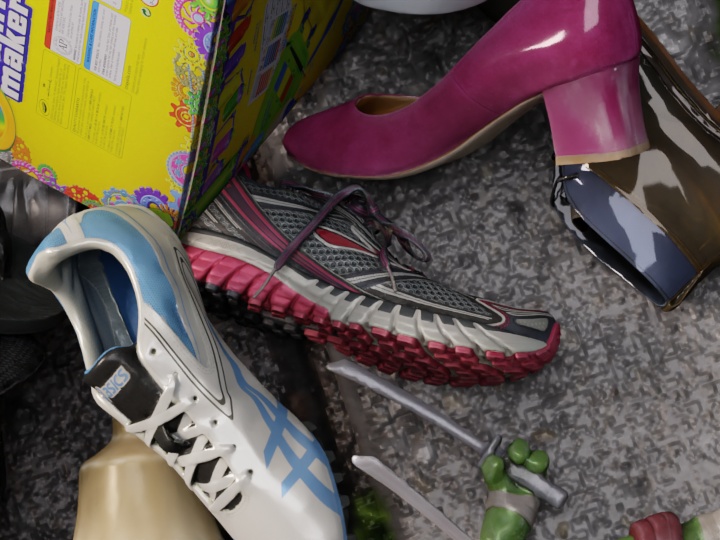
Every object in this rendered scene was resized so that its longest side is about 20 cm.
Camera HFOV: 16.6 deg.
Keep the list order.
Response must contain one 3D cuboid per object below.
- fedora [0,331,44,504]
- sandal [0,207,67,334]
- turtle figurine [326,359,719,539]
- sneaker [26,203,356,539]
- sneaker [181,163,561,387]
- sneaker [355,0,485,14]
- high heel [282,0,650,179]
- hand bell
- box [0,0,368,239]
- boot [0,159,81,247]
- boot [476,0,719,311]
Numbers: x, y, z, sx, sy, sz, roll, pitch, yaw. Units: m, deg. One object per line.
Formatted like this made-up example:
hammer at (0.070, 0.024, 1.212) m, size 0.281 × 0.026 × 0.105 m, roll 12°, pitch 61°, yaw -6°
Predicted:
fedora at (-0.232, 0.095, 1.136) m, size 0.200 × 0.201 × 0.092 m, roll -15°, pitch 107°, yaw 1°
sandal at (-0.219, -0.034, 1.136) m, size 0.200 × 0.075 × 0.048 m, roll 30°, pitch 125°, yaw 3°
turtle figurine at (0.090, 0.117, 1.095) m, size 0.193 × 0.144 × 0.201 m, roll -9°, pitch 81°, yaw -2°
sneaker at (-0.075, 0.061, 1.068) m, size 0.072 × 0.072 × 0.200 m, roll -25°, pitch 76°, yaw -44°
sneaker at (0.000, 0.000, 1.163) m, size 0.200 × 0.081 × 0.075 m, roll 19°, pitch 77°, yaw 10°
sneaker at (0.043, -0.177, 1.135) m, size 0.073 × 0.200 × 0.071 m, roll 10°, pitch 120°, yaw 15°
high heel at (0.041, -0.095, 1.147) m, size 0.200 × 0.067 × 0.096 m, roll 0°, pitch 107°, yaw 40°
hand bell at (-0.104, 0.054, 1.137) m, size 0.104 × 0.104 × 0.201 m, roll -6°, pitch 82°, yaw 4°
box at (-0.073, -0.156, 1.110) m, size 0.122 × 0.200 × 0.193 m, roll 28°, pitch 48°, yaw 11°
boot at (-0.215, -0.087, 1.217) m, size 0.131 × 0.070 × 0.200 m, roll -20°, pitch 87°, yaw -3°
boot at (0.108, -0.071, 1.173) m, size 0.200 × 0.075 × 0.097 m, roll 37°, pitch 80°, yaw 10°
